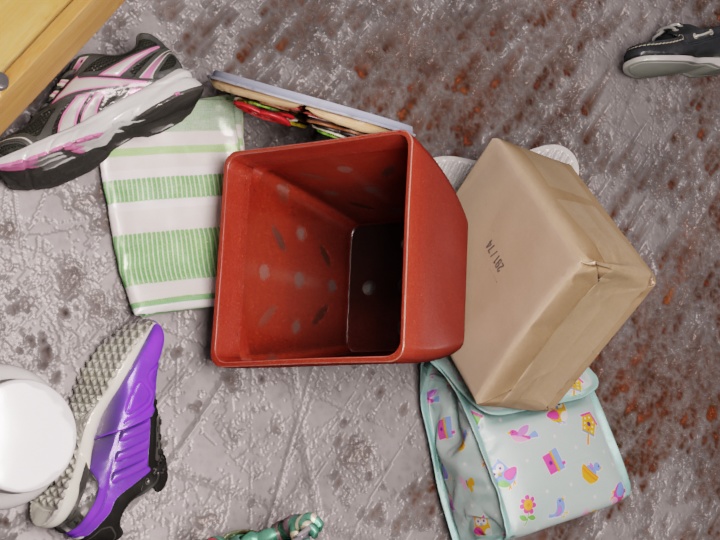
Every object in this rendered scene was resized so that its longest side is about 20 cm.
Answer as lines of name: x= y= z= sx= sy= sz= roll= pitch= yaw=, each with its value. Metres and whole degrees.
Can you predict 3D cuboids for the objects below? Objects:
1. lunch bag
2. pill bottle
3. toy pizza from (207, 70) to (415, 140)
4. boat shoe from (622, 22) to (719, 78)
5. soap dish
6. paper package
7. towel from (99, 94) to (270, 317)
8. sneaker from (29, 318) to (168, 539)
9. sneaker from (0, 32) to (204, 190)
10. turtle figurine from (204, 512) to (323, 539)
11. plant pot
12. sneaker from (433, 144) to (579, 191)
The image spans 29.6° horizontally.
lunch bag: x=0.158 y=0.161 z=1.380 sx=0.170 sy=0.122 sz=0.200 roll=-10 pitch=79 yaw=-31
pill bottle: x=-0.292 y=0.129 z=1.053 sx=0.111 sy=0.200 sz=0.111 roll=5 pitch=80 yaw=-31
toy pizza: x=-0.047 y=-0.144 z=1.264 sx=0.200 sy=0.200 sz=0.032 roll=13 pitch=96 yaw=-30
boat shoe: x=0.378 y=-0.264 z=1.620 sx=0.200 sy=0.076 sz=0.060 roll=-6 pitch=86 yaw=-45
soap dish: x=-0.311 y=-0.231 z=1.161 sx=0.157 sy=0.081 sz=0.200 roll=41 pitch=64 yaw=-10
paper package: x=0.156 y=0.006 z=1.313 sx=0.103 sy=0.191 sz=0.200 roll=14 pitch=33 yaw=-35
towel: x=-0.164 y=-0.063 z=1.272 sx=0.152 sy=0.023 sz=0.200 roll=-8 pitch=86 yaw=-32
sneaker: x=-0.205 y=0.144 z=1.190 sx=0.099 sy=0.070 sz=0.200 roll=33 pitch=70 yaw=-31
sneaker: x=-0.244 y=-0.143 z=1.205 sx=0.200 sy=0.080 sz=0.086 roll=-28 pitch=77 yaw=-22
turtle figurine: x=-0.082 y=0.273 z=1.219 sx=0.200 sy=0.101 sz=0.150 roll=25 pitch=97 yaw=-42
plant pot: x=0.000 y=0.000 z=1.260 sx=0.176 sy=0.200 sz=0.200 roll=21 pitch=69 yaw=-56
sneaker: x=0.125 y=-0.081 z=1.431 sx=0.200 sy=0.079 sz=0.079 roll=-8 pitch=79 yaw=-8
